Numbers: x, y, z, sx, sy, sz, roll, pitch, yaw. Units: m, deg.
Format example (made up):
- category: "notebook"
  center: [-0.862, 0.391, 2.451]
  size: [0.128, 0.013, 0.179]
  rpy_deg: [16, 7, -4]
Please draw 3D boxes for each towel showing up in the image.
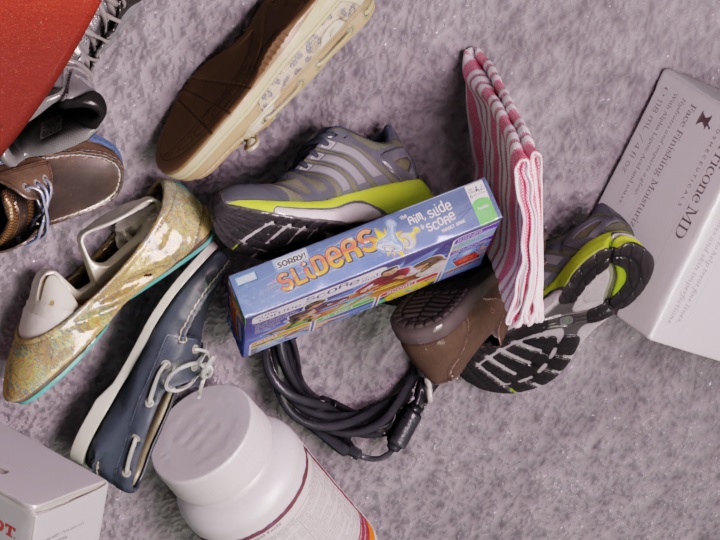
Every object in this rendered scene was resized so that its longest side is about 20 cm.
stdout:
- category: "towel"
  center: [0.102, -0.065, 1.704]
  size: [0.030, 0.200, 0.147]
  rpy_deg: [-7, 120, -7]

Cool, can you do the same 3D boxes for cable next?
- category: "cable"
  center: [0.005, 0.059, 1.796]
  size: [0.163, 0.051, 0.200]
  rpy_deg: [-48, 131, -2]

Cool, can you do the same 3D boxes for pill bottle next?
- category: "pill bottle"
  center: [-0.075, 0.182, 1.771]
  size: [0.110, 0.110, 0.200]
  rpy_deg: [-43, 131, -6]

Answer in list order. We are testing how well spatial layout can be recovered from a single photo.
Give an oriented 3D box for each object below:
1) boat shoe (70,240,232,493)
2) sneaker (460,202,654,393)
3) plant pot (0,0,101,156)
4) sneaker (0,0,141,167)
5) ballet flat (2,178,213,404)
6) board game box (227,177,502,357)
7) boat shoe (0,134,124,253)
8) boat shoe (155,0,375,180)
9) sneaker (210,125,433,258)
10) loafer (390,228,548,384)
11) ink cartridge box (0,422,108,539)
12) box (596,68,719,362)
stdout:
- category: "boat shoe"
  center: [-0.143, 0.073, 1.676]
  size: [0.200, 0.062, 0.075]
  rpy_deg: [-58, 173, 8]
- category: "sneaker"
  center: [0.156, 0.025, 1.857]
  size: [0.074, 0.081, 0.200]
  rpy_deg: [37, 116, -28]
- category: "plant pot"
  center: [-0.300, -0.154, 1.388]
  size: [0.199, 0.200, 0.177]
  rpy_deg: [0, 126, -34]
- category: "sneaker"
  center: [-0.181, -0.145, 1.512]
  size: [0.200, 0.115, 0.075]
  rpy_deg: [-50, 131, 0]
- category: "ballet flat"
  center: [-0.194, 0.009, 1.627]
  size: [0.200, 0.071, 0.071]
  rpy_deg: [-42, 131, -10]
- category: "board game box"
  center: [0.000, 0.000, 1.667]
  size: [0.199, 0.035, 0.135]
  rpy_deg: [-21, 168, -9]
- category: "boat shoe"
  center: [-0.245, -0.045, 1.553]
  size: [0.199, 0.072, 0.073]
  rpy_deg: [-14, 122, -28]
- category: "boat shoe"
  center: [-0.065, -0.136, 1.624]
  size: [0.200, 0.073, 0.063]
  rpy_deg: [-49, 129, -2]
- category: "sneaker"
  center: [-0.034, -0.061, 1.671]
  size: [0.200, 0.081, 0.074]
  rpy_deg: [-7, 161, -45]
- category: "loafer"
  center: [0.087, 0.025, 1.780]
  size: [0.200, 0.073, 0.071]
  rpy_deg: [-40, 125, -46]
- category: "ink cartridge box"
  center: [-0.271, 0.217, 1.625]
  size: [0.083, 0.146, 0.201]
  rpy_deg: [-21, 129, -53]
- category: "box"
  center: [0.311, -0.034, 1.898]
  size: [0.200, 0.131, 0.199]
  rpy_deg: [17, 104, -39]
